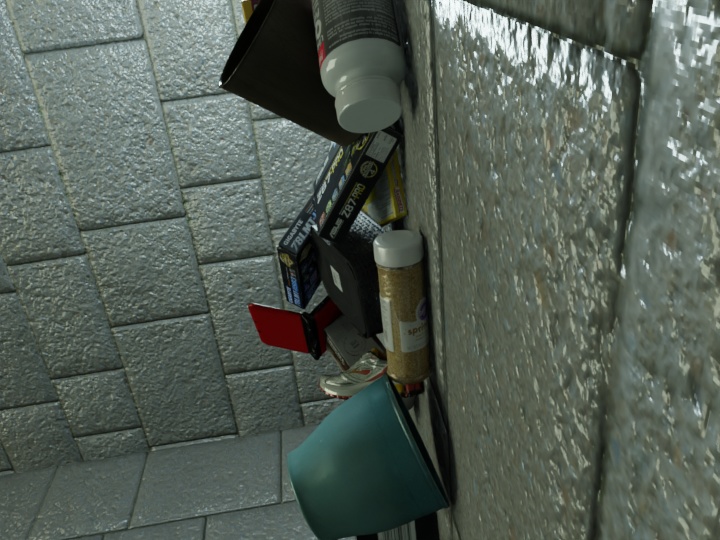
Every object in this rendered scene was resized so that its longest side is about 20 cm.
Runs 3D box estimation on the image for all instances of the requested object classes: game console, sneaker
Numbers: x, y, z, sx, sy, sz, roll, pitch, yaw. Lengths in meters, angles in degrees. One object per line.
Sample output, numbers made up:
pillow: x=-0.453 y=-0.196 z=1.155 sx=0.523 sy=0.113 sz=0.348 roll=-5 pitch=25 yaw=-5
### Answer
game console: x=-0.107 y=0.082 z=1.229 sx=0.118 sy=0.172 sz=0.201 roll=39 pitch=160 yaw=17
sneaker: x=0.016 y=0.180 z=1.092 sx=0.077 sy=0.195 sz=0.085 roll=25 pitch=-122 yaw=-58

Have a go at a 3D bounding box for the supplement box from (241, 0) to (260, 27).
supplement box: x=-0.070 y=-0.369 z=0.973 sx=0.105 sy=0.193 sz=0.134 roll=-83 pitch=-9 yaw=-51

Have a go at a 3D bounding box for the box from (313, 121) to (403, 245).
box: x=-0.010 y=-0.167 z=0.985 sx=0.202 sy=0.048 sz=0.163 roll=-58 pitch=23 yaw=30

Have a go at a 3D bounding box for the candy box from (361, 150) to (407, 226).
candy box: x=0.026 y=-0.124 z=1.043 sx=0.199 sy=0.026 sz=0.106 roll=165 pitch=94 yaw=-73

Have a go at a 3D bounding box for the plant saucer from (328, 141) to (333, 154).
plant saucer: x=-0.020 y=-0.171 z=1.300 sx=0.203 sy=0.049 sz=0.201 roll=58 pitch=-168 yaw=-19

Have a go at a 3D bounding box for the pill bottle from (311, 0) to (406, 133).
pill bottle: x=-0.001 y=-0.282 z=0.787 sx=0.111 sy=0.107 sz=0.206 roll=92 pitch=170 yaw=-74

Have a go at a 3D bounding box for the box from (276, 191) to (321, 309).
box: x=-0.082 y=-0.058 z=1.200 sx=0.203 sy=0.049 sz=0.200 roll=-60 pitch=-15 yaw=-26

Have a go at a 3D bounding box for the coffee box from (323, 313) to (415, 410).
coffee box: x=0.016 y=0.186 z=1.203 sx=0.202 sy=0.079 sz=0.114 roll=53 pitch=165 yaw=20

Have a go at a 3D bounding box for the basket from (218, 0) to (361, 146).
basket: x=-0.072 y=-0.277 z=0.892 sx=0.184 sy=0.197 sz=0.135 roll=-61 pitch=27 yaw=-5

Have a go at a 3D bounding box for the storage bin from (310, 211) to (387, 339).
storage bin: x=0.000 y=0.000 z=1.041 sx=0.200 sy=0.092 sz=0.139 roll=43 pitch=150 yaw=55

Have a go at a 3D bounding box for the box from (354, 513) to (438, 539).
box: x=0.054 y=0.433 z=1.174 sx=0.200 sy=0.143 sz=0.111 roll=-112 pitch=15 yaw=-80

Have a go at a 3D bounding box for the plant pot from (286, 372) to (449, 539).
plant pot: x=0.002 y=0.284 z=0.907 sx=0.204 sy=0.184 sz=0.200 roll=62 pitch=-179 yaw=-2

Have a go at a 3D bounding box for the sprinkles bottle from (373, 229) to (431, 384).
sprinkles bottle: x=0.059 y=0.051 z=0.867 sx=0.069 sy=0.066 sz=0.206 roll=-105 pitch=8 yaw=-68
